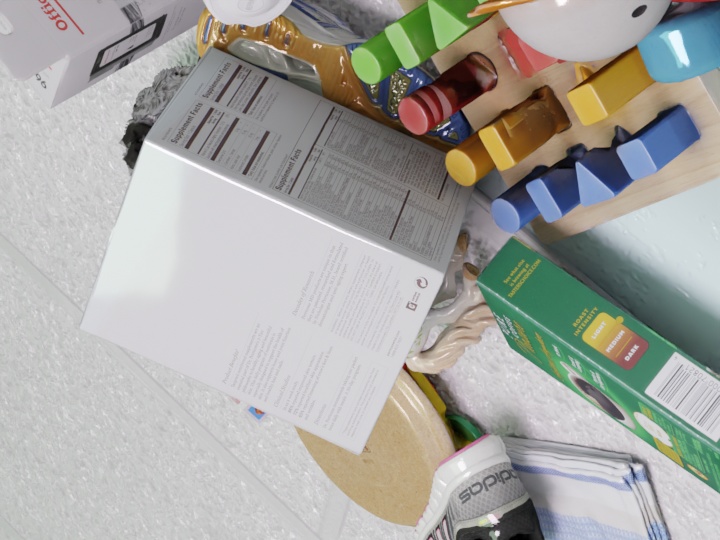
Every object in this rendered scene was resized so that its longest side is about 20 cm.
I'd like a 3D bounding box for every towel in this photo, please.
[{"bbox_3d":[0.177,0.216,1.343,0.146,0.024,0.201,6,123,50],"label":"towel"}]

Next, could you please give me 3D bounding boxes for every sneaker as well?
[{"bbox_3d":[-0.011,-0.141,1.233,0.199,0.088,0.076,29,116,-2],"label":"sneaker"},{"bbox_3d":[0.092,0.205,1.358,0.201,0.073,0.088,95,151,-57],"label":"sneaker"}]

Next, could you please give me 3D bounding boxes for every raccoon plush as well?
[{"bbox_3d":[-0.083,-0.097,1.357,0.199,0.097,0.134,-30,136,35],"label":"raccoon plush"}]

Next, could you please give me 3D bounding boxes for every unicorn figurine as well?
[{"bbox_3d":[0.000,0.000,1.291,0.200,0.074,0.137,48,120,6],"label":"unicorn figurine"}]

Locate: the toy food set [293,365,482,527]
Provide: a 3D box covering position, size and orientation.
[{"bbox_3d":[0.012,0.123,1.440,0.199,0.049,0.200,54,149,-1],"label":"toy food set"}]

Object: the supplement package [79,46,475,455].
[{"bbox_3d":[-0.050,-0.016,1.173,0.199,0.151,0.153,24,122,-1],"label":"supplement package"}]

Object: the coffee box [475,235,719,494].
[{"bbox_3d":[0.170,0.064,1.161,0.199,0.044,0.123,35,171,28],"label":"coffee box"}]

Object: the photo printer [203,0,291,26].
[{"bbox_3d":[-0.066,-0.266,1.132,0.201,0.069,0.168,115,151,-53],"label":"photo printer"}]

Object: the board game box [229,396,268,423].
[{"bbox_3d":[-0.114,0.039,1.363,0.200,0.039,0.159,39,152,23],"label":"board game box"}]

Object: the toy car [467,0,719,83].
[{"bbox_3d":[0.140,-0.165,0.902,0.176,0.200,0.186,-5,115,48],"label":"toy car"}]

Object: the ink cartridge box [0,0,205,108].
[{"bbox_3d":[-0.208,-0.200,1.305,0.116,0.199,0.068,48,146,10],"label":"ink cartridge box"}]

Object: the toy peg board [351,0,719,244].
[{"bbox_3d":[0.101,-0.108,1.096,0.200,0.098,0.200,-23,100,56],"label":"toy peg board"}]
